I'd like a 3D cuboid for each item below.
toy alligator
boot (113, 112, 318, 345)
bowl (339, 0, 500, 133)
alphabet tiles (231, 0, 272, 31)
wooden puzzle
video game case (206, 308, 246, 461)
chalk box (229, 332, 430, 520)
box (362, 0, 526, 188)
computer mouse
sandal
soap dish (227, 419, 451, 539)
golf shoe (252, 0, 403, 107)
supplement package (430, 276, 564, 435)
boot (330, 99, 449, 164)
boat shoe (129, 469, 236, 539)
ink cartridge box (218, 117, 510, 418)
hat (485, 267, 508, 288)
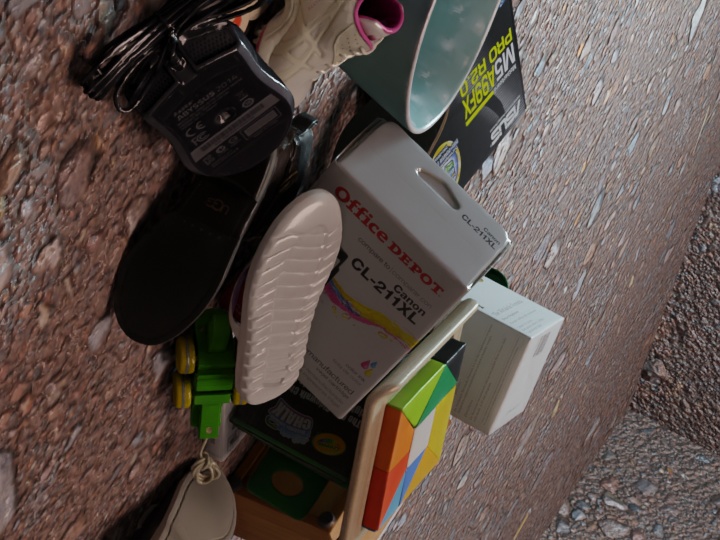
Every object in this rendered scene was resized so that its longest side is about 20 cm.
[{"bbox_3d":[-0.125,0.092,1.469,0.201,0.059,0.054,100,-17,-44],"label":"toy alligator"},{"bbox_3d":[-0.097,-0.033,1.340,0.201,0.069,0.174,-57,172,5],"label":"boot"},{"bbox_3d":[0.036,-0.216,1.368,0.201,0.105,0.201,-59,164,-28],"label":"bowl"},{"bbox_3d":[-0.063,-0.238,1.190,0.200,0.015,0.196,-54,167,-29],"label":"alphabet tiles"},{"bbox_3d":[0.042,0.141,1.552,0.185,0.037,0.201,-41,152,-53],"label":"wooden puzzle"},{"bbox_3d":[-0.074,0.049,1.598,0.200,0.024,0.183,-50,159,-36],"label":"video game case"},{"bbox_3d":[-0.027,0.123,1.600,0.201,0.124,0.124,-61,163,-5],"label":"chalk box"},{"bbox_3d":[0.080,-0.160,1.630,0.200,0.044,0.161,-49,140,-38],"label":"box"},{"bbox_3d":[-0.101,-0.129,1.164,0.138,0.053,0.200,-35,155,-2],"label":"computer mouse"},{"bbox_3d":[-0.070,0.018,1.372,0.082,0.050,0.203,-18,137,-41],"label":"sandal"},{"bbox_3d":[-0.029,0.188,1.740,0.200,0.157,0.081,-55,145,-27],"label":"soap dish"},{"bbox_3d":[-0.022,-0.171,1.275,0.075,0.091,0.200,-54,172,-35],"label":"golf shoe"},{"bbox_3d":[0.078,0.058,1.760,0.114,0.199,0.110,-22,137,-66],"label":"supplement package"},{"bbox_3d":[0.015,-0.079,1.531,0.200,0.074,0.075,-57,159,11],"label":"boot"},{"bbox_3d":[-0.162,0.234,1.553,0.060,0.074,0.200,-26,-163,22],"label":"boat shoe"},{"bbox_3d":[0.000,0.000,1.423,0.200,0.146,0.083,-48,177,43],"label":"ink cartridge box"},{"bbox_3d":[0.045,0.000,1.864,0.176,0.165,0.200,47,67,-28],"label":"hat"}]
